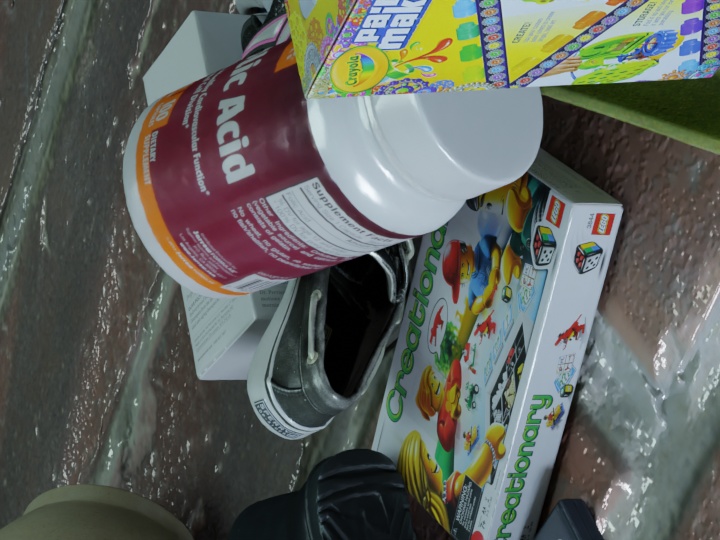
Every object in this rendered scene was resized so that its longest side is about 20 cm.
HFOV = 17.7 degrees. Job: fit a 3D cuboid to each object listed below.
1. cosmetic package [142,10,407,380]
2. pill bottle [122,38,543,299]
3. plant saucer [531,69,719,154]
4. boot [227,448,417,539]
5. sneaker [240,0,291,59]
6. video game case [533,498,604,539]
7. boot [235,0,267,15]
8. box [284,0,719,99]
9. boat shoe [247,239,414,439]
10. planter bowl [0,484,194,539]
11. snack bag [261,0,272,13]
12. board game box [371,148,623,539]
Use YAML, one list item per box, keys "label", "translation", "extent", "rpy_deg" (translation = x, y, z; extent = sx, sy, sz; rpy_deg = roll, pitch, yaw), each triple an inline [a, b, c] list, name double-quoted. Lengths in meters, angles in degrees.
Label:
- label: "cosmetic package"
  translation: [-0.050, -0.044, 1.341]
  extent: [0.085, 0.107, 0.201]
  rpy_deg: [-45, 49, 50]
- label: "pill bottle"
  translation: [-0.015, -0.062, 1.150]
  extent: [0.199, 0.114, 0.115]
  rpy_deg: [-19, 71, 41]
- label: "plant saucer"
  translation: [0.148, -0.168, 1.068]
  extent: [0.200, 0.048, 0.201]
  rpy_deg: [27, 111, 57]
- label: "boot"
  translation: [-0.017, 0.210, 1.283]
  extent: [0.168, 0.076, 0.201]
  rpy_deg: [136, 128, -62]
- label: "sneaker"
  translation: [-0.006, -0.139, 1.235]
  extent: [0.200, 0.080, 0.087]
  rpy_deg: [-29, 65, 38]
- label: "video game case"
  translation: [0.092, 0.235, 1.171]
  extent: [0.200, 0.019, 0.143]
  rpy_deg: [-61, 40, 36]
- label: "boot"
  translation: [-0.023, -0.207, 1.355]
  extent: [0.200, 0.073, 0.096]
  rpy_deg: [-16, 85, 63]
- label: "box"
  translation: [0.062, -0.191, 0.960]
  extent: [0.122, 0.192, 0.201]
  rpy_deg: [124, 138, -61]
- label: "boat shoe"
  translation: [0.000, 0.000, 1.247]
  extent: [0.064, 0.071, 0.201]
  rpy_deg: [-28, 36, 45]
- label: "planter bowl"
  translation: [-0.174, 0.224, 1.482]
  extent: [0.200, 0.200, 0.135]
  rpy_deg: [-50, 21, 46]
- label: "snack bag"
  translation: [-0.005, -0.190, 1.273]
  extent: [0.200, 0.021, 0.189]
  rpy_deg: [57, 141, 6]
- label: "board game box"
  translation: [0.068, 0.035, 1.206]
  extent: [0.126, 0.034, 0.201]
  rpy_deg: [40, 122, 54]
